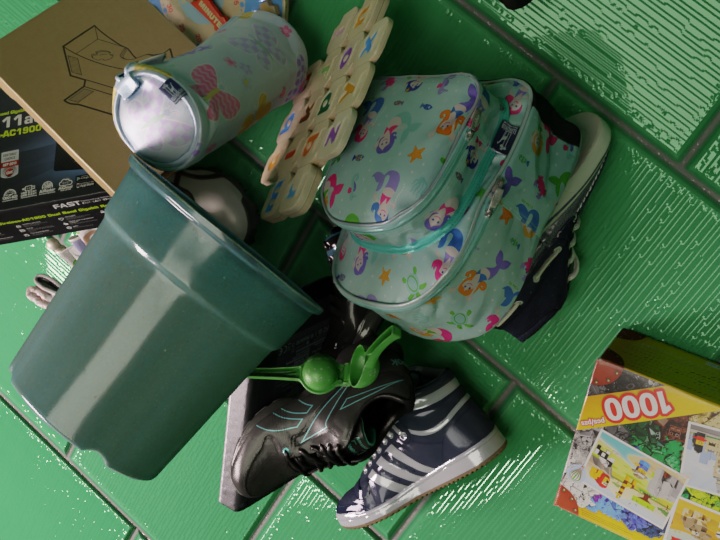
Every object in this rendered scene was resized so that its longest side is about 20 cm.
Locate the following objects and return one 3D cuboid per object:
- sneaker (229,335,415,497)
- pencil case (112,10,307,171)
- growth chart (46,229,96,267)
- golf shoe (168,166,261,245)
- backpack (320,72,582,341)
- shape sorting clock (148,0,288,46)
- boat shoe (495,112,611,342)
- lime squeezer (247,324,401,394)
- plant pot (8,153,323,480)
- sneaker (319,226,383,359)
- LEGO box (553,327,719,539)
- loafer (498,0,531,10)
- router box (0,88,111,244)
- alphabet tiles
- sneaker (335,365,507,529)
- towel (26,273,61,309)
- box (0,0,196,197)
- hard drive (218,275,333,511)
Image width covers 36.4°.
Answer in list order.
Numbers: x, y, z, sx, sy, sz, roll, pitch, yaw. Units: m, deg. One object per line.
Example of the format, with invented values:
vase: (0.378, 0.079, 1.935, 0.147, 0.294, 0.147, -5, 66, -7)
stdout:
sneaker: (-0.035, 0.143, 0.977, 0.200, 0.075, 0.080, -41, 46, 9)
pencil case: (-0.122, -0.155, 0.919, 0.091, 0.200, 0.083, 40, 127, 5)
growth chart: (-0.227, -0.013, 1.127, 0.198, 0.018, 0.145, -7, 144, 31)
golf shoe: (-0.193, -0.072, 1.092, 0.198, 0.088, 0.078, 28, 120, 18)
backpack: (0.060, -0.052, 0.858, 0.177, 0.150, 0.202, 11, 80, 51)
shape sorting clock: (-0.150, -0.260, 1.031, 0.198, 0.039, 0.203, 10, 111, 27)
boat shoe: (0.157, -0.032, 0.924, 0.092, 0.075, 0.201, 31, 106, -33)
lime squeezer: (-0.030, 0.084, 0.935, 0.198, 0.070, 0.038, -14, 76, 36)
plant pot: (-0.165, 0.047, 0.883, 0.200, 0.200, 0.197, 37, 88, 13)
sneaker: (0.000, 0.000, 1.010, 0.081, 0.073, 0.202, 26, 109, 2)
LEGO box: (0.279, 0.159, 0.906, 0.198, 0.077, 0.151, 21, 116, 22)
loafer: (0.108, -0.307, 0.856, 0.071, 0.073, 0.203, 6, 105, 38)
router box: (-0.284, -0.115, 1.041, 0.197, 0.062, 0.152, -10, 63, 7)
alphabet tiles: (-0.029, -0.136, 0.922, 0.014, 0.202, 0.195, 25, 167, -20)
sneaker: (0.034, 0.165, 1.053, 0.199, 0.070, 0.109, -33, 93, 28)
towel: (-0.214, 0.071, 1.106, 0.198, 0.191, 0.033, 27, 85, 19)
box: (-0.220, -0.171, 1.000, 0.200, 0.163, 0.021, 43, 154, 11)
hard drive: (-0.073, 0.118, 1.055, 0.033, 0.139, 0.202, 22, 117, 30)
